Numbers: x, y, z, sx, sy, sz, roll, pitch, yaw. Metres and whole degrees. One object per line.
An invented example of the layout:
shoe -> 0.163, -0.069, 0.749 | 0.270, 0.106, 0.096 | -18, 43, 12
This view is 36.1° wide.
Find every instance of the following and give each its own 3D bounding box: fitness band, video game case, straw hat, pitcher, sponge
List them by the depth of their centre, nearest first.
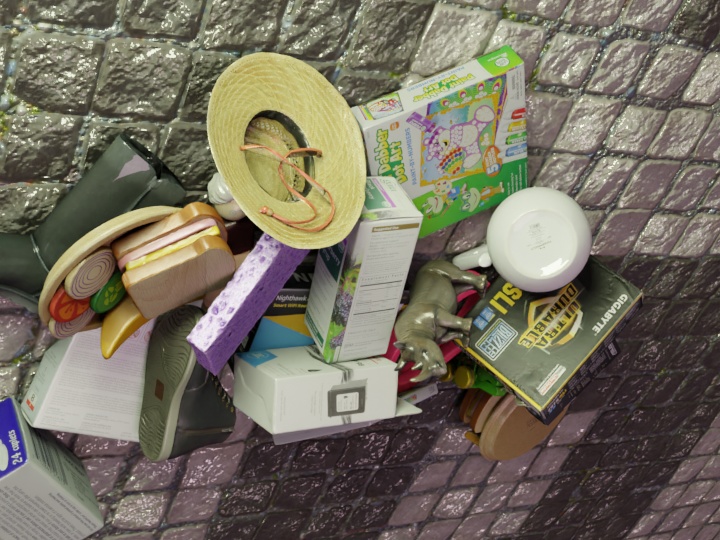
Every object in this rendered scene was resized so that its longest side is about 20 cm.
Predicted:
straw hat -> -0.091, -0.106, 1.102 | 0.200, 0.202, 0.085 | 6, 161, -37
sponge -> -0.109, 0.013, 1.169 | 0.200, 0.030, 0.112 | -54, 171, -14
pitcher -> 0.189, -0.030, 1.329 | 0.171, 0.122, 0.200 | -24, -178, 8
video game case -> -0.003, 0.182, 1.419 | 0.143, 0.018, 0.200 | -16, 178, 28
fitness band -> 0.093, 0.078, 1.432 | 0.200, 0.037, 0.144 | -35, 149, -28

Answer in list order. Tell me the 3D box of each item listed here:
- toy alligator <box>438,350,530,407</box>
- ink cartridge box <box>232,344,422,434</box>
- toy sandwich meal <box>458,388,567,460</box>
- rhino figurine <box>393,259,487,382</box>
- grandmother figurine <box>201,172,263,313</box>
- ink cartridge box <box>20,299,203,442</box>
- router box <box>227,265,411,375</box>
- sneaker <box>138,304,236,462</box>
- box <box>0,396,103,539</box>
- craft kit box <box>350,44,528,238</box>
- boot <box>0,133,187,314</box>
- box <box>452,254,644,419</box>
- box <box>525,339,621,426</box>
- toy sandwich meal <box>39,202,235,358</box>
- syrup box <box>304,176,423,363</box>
toy alligator -> 0.164, 0.133, 1.487 | 0.059, 0.200, 0.055 | 3, 97, -37
ink cartridge box -> -0.036, 0.131, 1.293 | 0.199, 0.116, 0.067 | -4, 103, -30
toy sandwich meal -> 0.235, 0.205, 1.678 | 0.204, 0.070, 0.206 | -27, 142, -24
rhino figurine -> 0.085, 0.060, 1.268 | 0.087, 0.200, 0.060 | 14, 133, 11
grandmother figurine -> -0.137, -0.029, 1.203 | 0.121, 0.061, 0.201 | -26, 143, -28
ink cartridge box -> -0.276, 0.095, 1.267 | 0.162, 0.050, 0.201 | 18, 101, -43
router box -> -0.050, 0.065, 1.358 | 0.199, 0.051, 0.150 | 1, 129, -33
sneaker -> -0.188, 0.123, 1.278 | 0.106, 0.075, 0.201 | -7, 125, -44
box -> -0.434, 0.272, 1.282 | 0.199, 0.105, 0.184 | -30, 141, -4
craft kit box -> 0.095, -0.135, 1.258 | 0.197, 0.049, 0.201 | -22, 139, -8
boot -> -0.289, -0.055, 1.072 | 0.200, 0.066, 0.165 | -38, 148, 12
box -> 0.238, 0.063, 1.417 | 0.200, 0.160, 0.049 | -47, 152, -7
box -> 0.270, 0.100, 1.548 | 0.160, 0.043, 0.200 | -43, 130, -9
toy sandwich meal -> -0.217, 0.013, 1.096 | 0.205, 0.070, 0.205 | -32, 161, -13
syrup box -> 0.000, 0.000, 1.233 | 0.081, 0.079, 0.201 | -7, 131, -25
